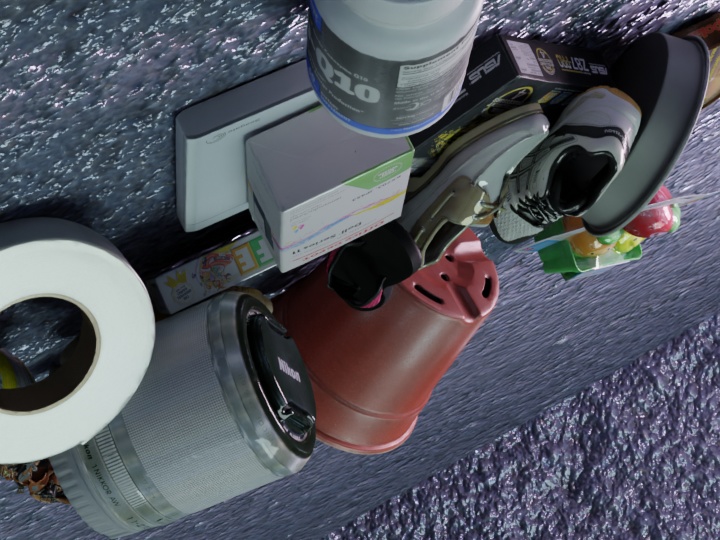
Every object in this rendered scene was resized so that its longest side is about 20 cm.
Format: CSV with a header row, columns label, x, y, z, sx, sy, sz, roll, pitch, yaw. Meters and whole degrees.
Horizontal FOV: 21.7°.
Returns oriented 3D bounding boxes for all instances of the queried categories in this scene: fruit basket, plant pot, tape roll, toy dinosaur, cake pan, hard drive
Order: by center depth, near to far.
label,x,y,z,sx,sy,sz,roll,pitch,yaw
tape roll,-0.255,0.056,1.435,0.201,0.037,0.204,-15,124,-23
hard drive,-0.081,-0.097,1.463,0.131,0.027,0.200,-24,165,-13
cake pan,0.241,-0.128,1.683,0.037,0.201,0.200,26,144,-14
plant pot,0.024,0.043,1.851,0.200,0.201,0.195,-12,151,-46
toy dinosaur,-0.322,0.213,2.033,0.134,0.103,0.200,-6,-176,10
fruit basket,0.302,-0.050,2.132,0.199,0.095,0.184,-13,179,43

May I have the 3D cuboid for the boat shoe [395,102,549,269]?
label,x,y,z,sx,sy,sz,roll,pitch,yaw
boat shoe,0.096,-0.070,1.598,0.074,0.069,0.200,-12,161,-44

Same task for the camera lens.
label,x,y,z,sx,sy,sz,roll,pitch,yaw
camera lens,-0.147,0.120,1.572,0.199,0.161,0.160,-22,167,13

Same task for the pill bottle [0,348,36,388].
label,x,y,z,sx,sy,sz,roll,pitch,yaw
pill bottle,-0.332,0.109,1.571,0.104,0.105,0.200,-27,166,2

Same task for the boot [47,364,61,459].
label,x,y,z,sx,sy,sz,roll,pitch,yaw
boot,-0.223,0.107,1.786,0.145,0.201,0.071,6,141,4

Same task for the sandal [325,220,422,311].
label,x,y,z,sx,sy,sz,roll,pitch,yaw
sandal,0.000,0.000,1.666,0.045,0.075,0.200,-41,180,-18

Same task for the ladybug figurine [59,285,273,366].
label,x,y,z,sx,sy,sz,roll,pitch,yaw
ladybug figurine,-0.172,0.071,1.708,0.198,0.073,0.136,-18,-168,-1

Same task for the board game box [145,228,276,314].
label,x,y,z,sx,sy,sz,roll,pitch,yaw
board game box,-0.087,-0.018,1.635,0.199,0.034,0.134,-25,-177,-9

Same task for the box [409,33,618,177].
label,x,y,z,sx,sy,sz,roll,pitch,yaw
box,0.112,-0.139,1.623,0.161,0.049,0.199,-31,166,28

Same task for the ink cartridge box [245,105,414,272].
label,x,y,z,sx,sy,sz,roll,pitch,yaw
ink cartridge box,-0.026,-0.065,1.483,0.116,0.068,0.200,-26,167,-9

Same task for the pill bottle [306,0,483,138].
label,x,y,z,sx,sy,sz,roll,pitch,yaw
pill bottle,0.022,-0.172,1.209,0.113,0.114,0.200,-24,165,-10

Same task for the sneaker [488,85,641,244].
label,x,y,z,sx,sy,sz,roll,pitch,yaw
sneaker,0.164,-0.076,1.629,0.200,0.075,0.088,-50,-164,45

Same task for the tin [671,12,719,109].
label,x,y,z,sx,sy,sz,roll,pitch,yaw
tin,0.320,-0.193,1.834,0.111,0.042,0.200,-21,165,-6
